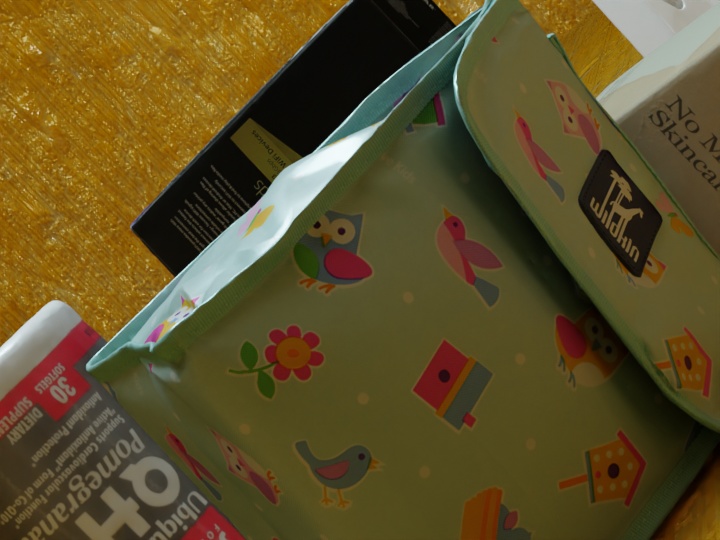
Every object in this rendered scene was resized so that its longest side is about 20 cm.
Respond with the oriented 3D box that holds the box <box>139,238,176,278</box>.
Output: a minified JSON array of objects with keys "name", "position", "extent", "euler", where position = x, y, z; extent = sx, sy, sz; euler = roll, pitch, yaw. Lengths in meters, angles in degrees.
[{"name":"box","position":[0.000,0.000,1.036],"extent":[0.148,0.200,0.104],"euler":[-45,5,0]}]

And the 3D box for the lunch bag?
[{"name":"lunch bag","position":[0.039,0.021,0.673],"extent":[0.200,0.171,0.122],"euler":[-44,10,-22]}]

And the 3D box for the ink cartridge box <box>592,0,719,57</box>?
[{"name":"ink cartridge box","position":[0.249,-0.237,1.461],"extent":[0.125,0.129,0.200],"euler":[-42,6,27]}]

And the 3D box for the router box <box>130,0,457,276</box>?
[{"name":"router box","position":[0.025,-0.003,0.838],"extent":[0.157,0.200,0.052],"euler":[-41,5,28]}]

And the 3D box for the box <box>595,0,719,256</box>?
[{"name":"box","position":[0.164,-0.061,0.803],"extent":[0.078,0.095,0.200],"euler":[-47,4,-31]}]

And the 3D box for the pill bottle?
[{"name":"pill bottle","position":[-0.103,0.120,0.869],"extent":[0.111,0.200,0.111],"euler":[-44,4,4]}]
